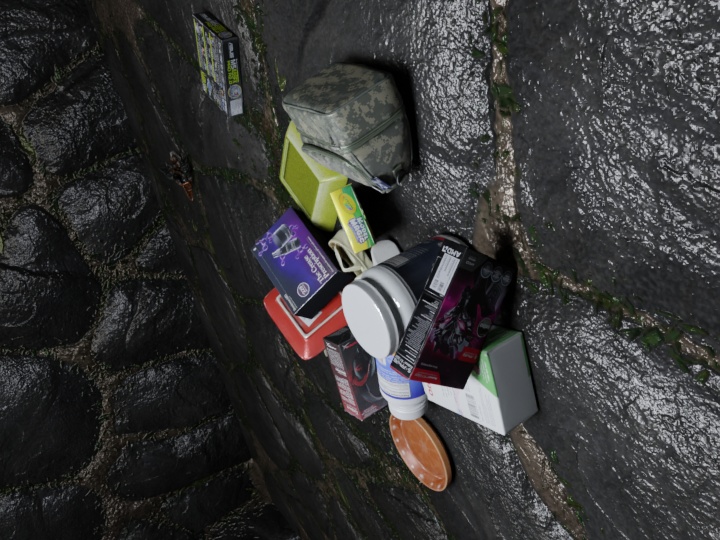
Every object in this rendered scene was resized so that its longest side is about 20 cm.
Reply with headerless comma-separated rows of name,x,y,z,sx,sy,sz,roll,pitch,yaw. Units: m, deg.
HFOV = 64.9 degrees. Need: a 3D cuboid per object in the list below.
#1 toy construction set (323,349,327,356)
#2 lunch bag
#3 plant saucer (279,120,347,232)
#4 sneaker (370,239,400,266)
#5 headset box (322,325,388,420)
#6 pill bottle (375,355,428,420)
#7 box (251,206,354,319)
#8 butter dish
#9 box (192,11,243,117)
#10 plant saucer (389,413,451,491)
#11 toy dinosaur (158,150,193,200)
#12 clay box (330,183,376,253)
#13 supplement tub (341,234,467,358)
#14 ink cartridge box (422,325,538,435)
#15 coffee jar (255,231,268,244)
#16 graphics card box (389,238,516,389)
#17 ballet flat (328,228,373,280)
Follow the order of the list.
toy construction set,-0.118,0.140,1.468,0.200,0.092,0.132,38,119,29
lunch bag,-0.012,-0.225,0.917,0.200,0.139,0.168,32,158,50
plant saucer,-0.115,-0.202,1.225,0.200,0.048,0.201,54,152,20
sneaker,0.068,0.046,1.069,0.089,0.075,0.202,92,167,-69
headset box,0.022,0.208,1.209,0.075,0.148,0.202,12,122,58
pill bottle,0.088,0.194,1.119,0.112,0.111,0.202,31,138,48
box,-0.130,-0.017,1.239,0.141,0.079,0.200,-46,63,15
butter dish,-0.091,0.094,1.325,0.200,0.199,0.148,49,176,26
box,-0.350,-0.507,1.399,0.160,0.044,0.201,47,148,33
plant saucer,0.139,0.404,1.292,0.200,0.032,0.202,42,146,37
toy dinosaur,-0.638,-0.349,2.030,0.200,0.102,0.136,42,172,12
clay box,-0.014,-0.095,1.042,0.200,0.047,0.116,-96,-17,-86
supplement tub,0.085,0.039,0.894,0.140,0.199,0.141,41,146,37
ink cartridge box,0.183,0.164,0.948,0.199,0.087,0.147,8,118,57
coffee jar,-0.182,-0.021,1.434,0.200,0.104,0.086,51,162,25
graphics card box,0.134,0.067,0.811,0.051,0.125,0.202,28,97,51
ballet flat,0.000,0.000,1.166,0.201,0.069,0.070,53,151,21
